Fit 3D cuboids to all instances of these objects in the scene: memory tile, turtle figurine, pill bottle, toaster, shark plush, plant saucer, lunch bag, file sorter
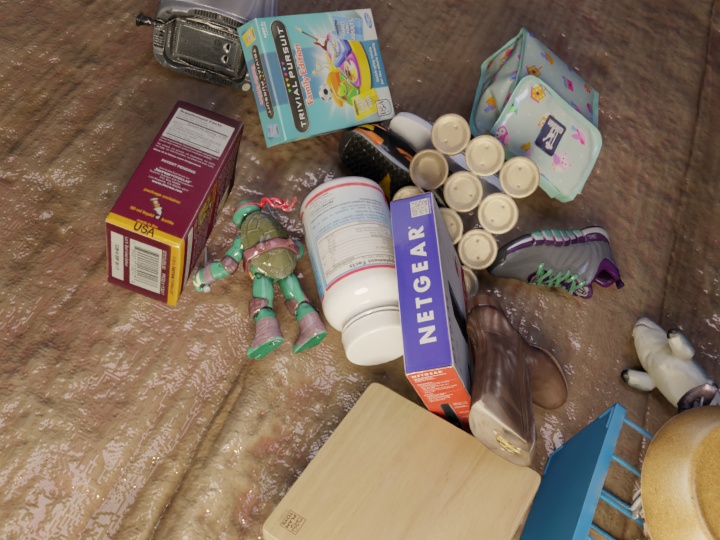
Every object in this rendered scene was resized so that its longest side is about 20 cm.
[{"bbox_3d":[0.115,-0.075,0.990,0.152,0.202,0.017,31,10,7],"label":"memory tile"},{"bbox_3d":[-0.113,-0.005,0.904,0.147,0.101,0.203,-13,66,-26],"label":"turtle figurine"},{"bbox_3d":[0.000,0.000,0.925,0.107,0.109,0.203,-3,57,-20],"label":"pill bottle"},{"bbox_3d":[-0.200,-0.338,1.102,0.196,0.114,0.131,13,48,-10],"label":"toaster"},{"bbox_3d":[0.420,0.137,0.997,0.199,0.092,0.083,36,22,15],"label":"shark plush"},{"bbox_3d":[0.338,0.204,0.683,0.196,0.036,0.203,5,59,-8],"label":"plant saucer"},{"bbox_3d":[0.246,-0.209,1.128,0.169,0.122,0.202,33,47,-21],"label":"lunch bag"},{"bbox_3d":[0.241,0.267,0.796,0.122,0.139,0.201,32,52,3],"label":"file sorter"}]

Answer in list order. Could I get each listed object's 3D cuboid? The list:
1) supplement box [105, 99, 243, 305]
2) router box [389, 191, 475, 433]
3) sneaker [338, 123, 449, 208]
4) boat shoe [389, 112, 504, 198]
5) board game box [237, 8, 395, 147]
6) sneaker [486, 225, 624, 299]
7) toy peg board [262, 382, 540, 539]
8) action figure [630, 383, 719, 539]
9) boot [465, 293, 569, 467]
[{"bbox_3d":[-0.208,-0.080,0.912,0.084,0.111,0.202,19,51,-2],"label":"supplement box"},{"bbox_3d":[0.084,0.051,0.866,0.048,0.180,0.203,-12,59,13],"label":"router box"},{"bbox_3d":[0.066,-0.125,1.064,0.200,0.070,0.090,43,44,10],"label":"sneaker"},{"bbox_3d":[0.132,-0.160,1.108,0.198,0.072,0.068,34,54,4],"label":"boat shoe"},{"bbox_3d":[-0.052,-0.258,1.066,0.198,0.047,0.154,-20,99,-40],"label":"board game box"},{"bbox_3d":[0.258,-0.003,1.038,0.197,0.075,0.089,-10,64,-25],"label":"sneaker"},{"bbox_3d":[0.041,0.250,0.785,0.197,0.099,0.200,26,49,21],"label":"toy peg board"},{"bbox_3d":[0.309,0.212,0.736,0.129,0.069,0.202,31,55,-10],"label":"action figure"},{"bbox_3d":[0.169,0.142,0.838,0.186,0.064,0.201,44,24,-21],"label":"boot"}]
